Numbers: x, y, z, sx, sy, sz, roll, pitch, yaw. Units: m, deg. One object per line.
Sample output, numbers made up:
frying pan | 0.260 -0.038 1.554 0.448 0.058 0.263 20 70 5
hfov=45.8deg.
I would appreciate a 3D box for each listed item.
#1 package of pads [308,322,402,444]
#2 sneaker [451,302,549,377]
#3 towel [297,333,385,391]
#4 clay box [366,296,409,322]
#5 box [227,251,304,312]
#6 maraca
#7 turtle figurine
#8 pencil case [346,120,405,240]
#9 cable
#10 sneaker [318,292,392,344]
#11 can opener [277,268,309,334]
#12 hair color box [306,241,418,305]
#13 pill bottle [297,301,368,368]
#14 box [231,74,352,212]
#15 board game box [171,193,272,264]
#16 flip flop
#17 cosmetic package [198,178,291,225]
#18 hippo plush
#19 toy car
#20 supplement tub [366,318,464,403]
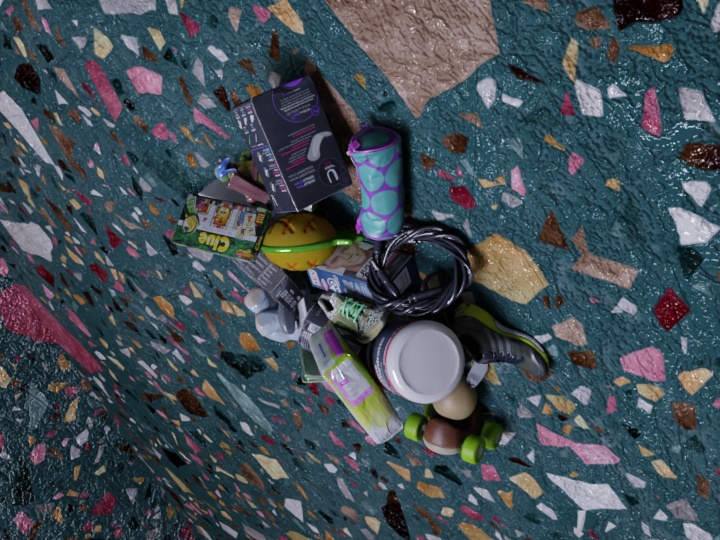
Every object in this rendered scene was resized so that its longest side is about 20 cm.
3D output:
package of pads | -0.009 0.210 1.579 0.201 0.068 0.155 54 180 -24
sneaker | 0.245 0.142 1.532 0.199 0.081 0.074 29 146 4
towel | -0.028 0.191 1.768 0.198 0.153 0.024 7 121 -13
clay box | 0.040 0.085 1.732 0.114 0.048 0.201 16 139 35
box | -0.214 -0.013 1.701 0.200 0.050 0.158 40 173 18
maraca | -0.092 -0.057 1.608 0.137 0.198 0.108 -111 16 -73
turtle figurine | -0.166 -0.183 1.616 0.192 0.145 0.200 12 169 9
pencil case | 0.029 -0.148 1.449 0.091 0.086 0.201 -10 133 -2
cable | 0.100 0.001 1.489 0.198 0.165 0.051 13 171 26
sneaker | -0.020 0.079 1.583 0.088 0.077 0.199 41 160 -26
can opener | -0.145 0.031 1.780 0.053 0.066 0.202 -34 61 53
hair color box | 0.000 0.000 1.635 0.199 0.100 0.061 15 139 37
pill bottle | -0.018 0.147 1.716 0.199 0.107 0.107 25 143 15
box | -0.117 -0.214 1.462 0.106 0.122 0.202 4 118 63
board game box | -0.266 -0.082 1.620 0.198 0.106 0.023 12 171 30
flip flop | 0.160 0.090 1.596 0.057 0.081 0.201 20 148 54
cosmetic package | -0.238 -0.123 1.786 0.199 0.074 0.102 19 140 36
hippo plush | -0.151 0.081 1.889 0.198 0.161 0.161 -6 159 -2
toy car | 0.196 0.257 1.714 0.163 0.157 0.202 16 109 31
supplement tub | 0.092 0.158 1.525 0.141 0.140 0.200 49 168 -7
